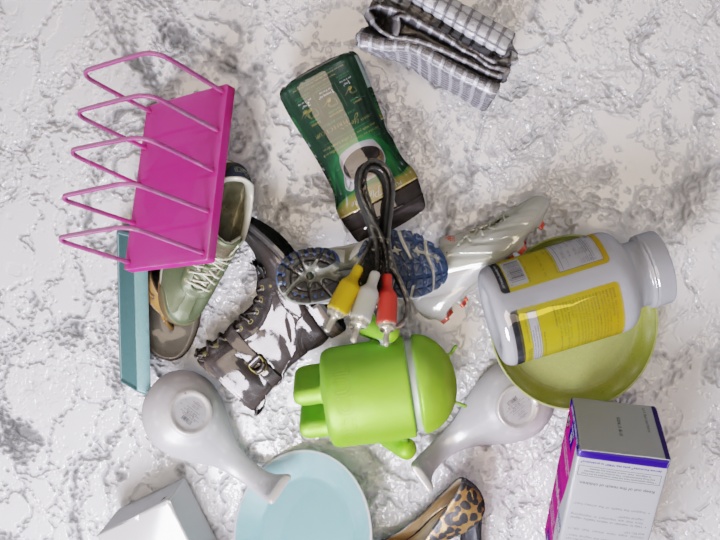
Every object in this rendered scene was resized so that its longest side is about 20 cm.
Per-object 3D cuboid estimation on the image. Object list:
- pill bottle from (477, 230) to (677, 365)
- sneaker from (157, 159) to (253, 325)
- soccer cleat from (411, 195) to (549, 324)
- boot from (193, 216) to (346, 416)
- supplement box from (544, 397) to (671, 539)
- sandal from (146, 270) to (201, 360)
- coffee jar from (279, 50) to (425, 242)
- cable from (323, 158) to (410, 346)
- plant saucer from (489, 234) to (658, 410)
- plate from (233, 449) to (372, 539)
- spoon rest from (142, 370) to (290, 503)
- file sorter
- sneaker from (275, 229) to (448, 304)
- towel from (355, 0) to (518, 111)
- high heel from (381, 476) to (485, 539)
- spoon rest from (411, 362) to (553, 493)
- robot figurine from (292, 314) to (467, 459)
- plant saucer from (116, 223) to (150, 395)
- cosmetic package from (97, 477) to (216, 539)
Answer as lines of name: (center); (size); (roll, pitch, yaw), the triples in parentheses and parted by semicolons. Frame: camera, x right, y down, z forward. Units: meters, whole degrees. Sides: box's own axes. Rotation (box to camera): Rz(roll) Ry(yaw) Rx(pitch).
pill bottle: (0.235, 0.024, 0.998); (0.197, 0.112, 0.114); (-16, 96, 0)
sneaker: (-0.174, -0.029, 1.042); (0.066, 0.090, 0.203); (20, 90, -27)
soccer cleat: (0.133, -0.024, 1.063); (0.200, 0.069, 0.078); (-44, 89, 12)
boot: (-0.131, 0.057, 1.096); (0.173, 0.069, 0.201); (-36, 95, 8)
supplement box: (0.277, 0.261, 1.044); (0.101, 0.102, 0.203); (6, 116, 5)
sandal: (-0.222, 0.011, 1.105); (0.081, 0.055, 0.203); (21, 99, 2)
coffee jar: (-0.006, -0.138, 1.049); (0.103, 0.085, 0.202); (-26, 94, 1)
cable: (0.023, -0.018, 0.972); (0.096, 0.050, 0.204); (14, 80, -14)
plant saucer: (0.247, 0.060, 1.070); (0.196, 0.031, 0.204); (0, 92, -1)
plate: (-0.068, 0.323, 1.116); (0.197, 0.025, 0.204); (-9, 72, 27)
spoon rest: (-0.177, 0.206, 1.107); (0.200, 0.061, 0.100); (42, 64, -6)
file sorter: (-0.237, -0.116, 0.996); (0.137, 0.125, 0.204); (-5, 73, 36)
sneaker: (0.000, 0.000, 1.035); (0.196, 0.085, 0.079); (-2, 83, -10)
towel: (0.082, -0.238, 0.969); (0.164, 0.200, 0.087); (29, 101, 2)
high heel: (0.052, 0.311, 1.092); (0.196, 0.072, 0.145); (-9, 122, -6)
spoon rest: (0.146, 0.186, 1.103); (0.199, 0.061, 0.100); (-35, 95, -5)
robot figurine: (0.023, 0.140, 1.065); (0.196, 0.116, 0.179); (-9, 108, 2)
plant saucer: (-0.277, 0.048, 1.111); (0.019, 0.069, 0.204); (-4, 99, -35)
cosmetic package: (-0.228, 0.380, 1.143); (0.106, 0.085, 0.203); (-24, 95, 7)
